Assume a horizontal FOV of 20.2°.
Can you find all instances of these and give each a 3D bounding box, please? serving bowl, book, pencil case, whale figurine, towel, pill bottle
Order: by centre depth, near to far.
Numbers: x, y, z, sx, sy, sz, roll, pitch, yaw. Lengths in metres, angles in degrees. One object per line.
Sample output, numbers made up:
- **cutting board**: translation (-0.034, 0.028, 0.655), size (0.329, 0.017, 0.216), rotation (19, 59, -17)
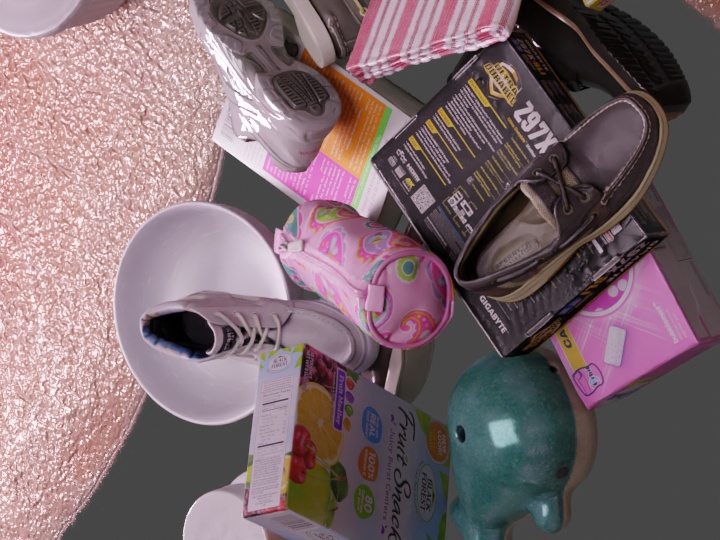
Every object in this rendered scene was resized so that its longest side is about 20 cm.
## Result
- **towel**: translation (0.075, -0.228, 1.604), size (0.200, 0.030, 0.147), rotation (-9, 55, 51)
- **pencil case**: translation (0.000, 0.000, 1.622), size (0.200, 0.087, 0.088), rotation (-147, 63, -61)
- **whale figurine**: translation (0.109, 0.154, 1.638), size (0.159, 0.103, 0.201), rotation (56, 136, 38)
- **pill bottle**: translation (-0.051, 0.212, 1.707), size (0.109, 0.200, 0.110), rotation (5, 99, 35)
- **book**: translation (-0.034, -0.122, 1.753), size (0.200, 0.048, 0.134), rotation (37, 116, 29)
- **serving bowl**: translation (-0.125, 0.035, 1.820), size (0.199, 0.066, 0.201), rotation (4, 98, 32)

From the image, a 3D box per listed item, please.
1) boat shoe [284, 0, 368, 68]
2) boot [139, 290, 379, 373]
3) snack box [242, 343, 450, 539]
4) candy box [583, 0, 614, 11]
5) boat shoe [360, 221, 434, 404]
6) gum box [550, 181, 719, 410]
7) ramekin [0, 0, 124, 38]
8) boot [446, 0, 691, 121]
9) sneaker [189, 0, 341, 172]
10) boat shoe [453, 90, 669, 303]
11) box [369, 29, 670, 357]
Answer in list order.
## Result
- **boat shoe**: translation (-0.047, -0.263, 1.734), size (0.060, 0.072, 0.202), rotation (-23, 62, -7)
- **boot**: translation (-0.089, 0.059, 1.704), size (0.199, 0.095, 0.074), rotation (5, 99, 32)
- **snack box**: translation (-0.006, 0.162, 1.644), size (0.053, 0.200, 0.143), rotation (-15, 57, 37)
- **candy box**: translation (0.182, -0.311, 1.562), size (0.102, 0.026, 0.201), rotation (-33, 65, 31)
- **boat shoe**: translation (0.037, 0.018, 1.702), size (0.059, 0.072, 0.201), rotation (26, 115, 28)
- **gum box**: translation (0.189, -0.008, 1.589), size (0.113, 0.066, 0.201), rotation (-34, 76, 32)
- **ramekin**: translation (-0.284, -0.317, 1.878), size (0.202, 0.094, 0.204), rotation (5, 99, 35)
- **boot**: translation (0.162, -0.147, 1.599), size (0.200, 0.077, 0.139), rotation (52, 127, 33)
- **sneaker**: translation (-0.096, -0.160, 1.731), size (0.200, 0.078, 0.100), rotation (57, 143, 31)
- **boat shoe**: translation (0.145, -0.049, 1.478), size (0.073, 0.065, 0.200), rotation (49, 117, 22)
- **box**: translation (0.119, -0.058, 1.562), size (0.160, 0.049, 0.200), rotation (-43, 71, 27)
